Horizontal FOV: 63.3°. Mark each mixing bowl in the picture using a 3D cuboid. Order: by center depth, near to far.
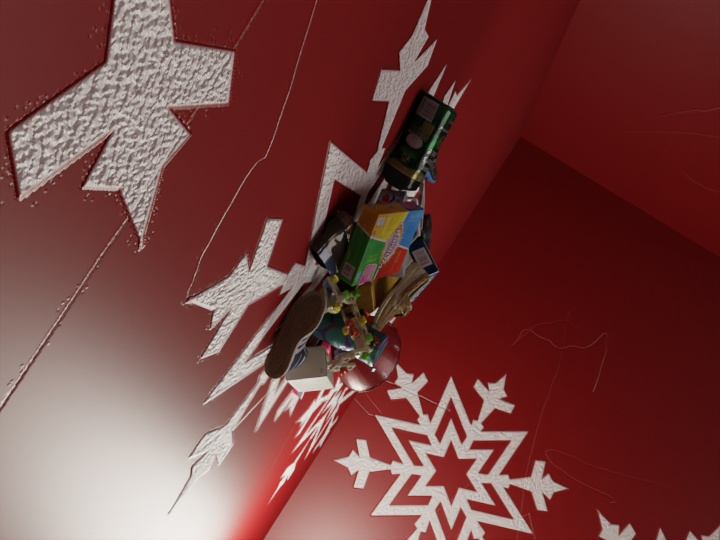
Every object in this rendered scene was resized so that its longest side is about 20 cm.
[{"bbox_3d":[-0.003,0.191,1.485,0.203,0.197,0.109,-55,137,-10],"label":"mixing bowl"}]

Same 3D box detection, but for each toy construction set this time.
[{"bbox_3d":[-0.027,0.119,1.237,0.130,0.089,0.207,30,49,-58],"label":"toy construction set"}]

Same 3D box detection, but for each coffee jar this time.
[{"bbox_3d":[0.125,-0.269,1.254,0.204,0.084,0.104,-61,168,16],"label":"coffee jar"}]

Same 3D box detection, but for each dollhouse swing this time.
[{"bbox_3d":[0.000,0.000,1.463,0.178,0.180,0.200,-24,-172,33],"label":"dollhouse swing"}]

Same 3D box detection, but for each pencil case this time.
[{"bbox_3d":[-0.036,0.147,1.346,0.086,0.195,0.094,-60,174,-37],"label":"pencil case"}]

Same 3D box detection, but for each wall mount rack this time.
[{"bbox_3d":[0.121,-0.134,1.443,0.203,0.072,0.178,-76,166,-52],"label":"wall mount rack"}]

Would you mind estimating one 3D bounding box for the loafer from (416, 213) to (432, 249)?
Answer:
[{"bbox_3d":[0.164,-0.068,1.588,0.072,0.072,0.203,-46,160,-29],"label":"loafer"}]

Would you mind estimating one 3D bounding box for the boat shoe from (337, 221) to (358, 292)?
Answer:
[{"bbox_3d":[-0.009,-0.024,1.302,0.066,0.073,0.204,-35,155,-50],"label":"boat shoe"}]

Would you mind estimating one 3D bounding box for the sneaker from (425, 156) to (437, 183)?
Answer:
[{"bbox_3d":[0.171,-0.276,1.465,0.084,0.070,0.199,-54,167,6],"label":"sneaker"}]

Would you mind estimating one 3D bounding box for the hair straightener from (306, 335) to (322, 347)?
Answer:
[{"bbox_3d":[-0.084,0.129,1.498,0.205,0.040,0.077,-62,160,-8],"label":"hair straightener"}]

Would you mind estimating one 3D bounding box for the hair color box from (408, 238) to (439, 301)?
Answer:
[{"bbox_3d":[0.131,0.010,1.560,0.059,0.102,0.201,-19,162,-24],"label":"hair color box"}]

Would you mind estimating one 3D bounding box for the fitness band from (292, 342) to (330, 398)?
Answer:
[{"bbox_3d":[-0.137,0.282,1.675,0.144,0.037,0.203,-50,167,-48],"label":"fitness band"}]

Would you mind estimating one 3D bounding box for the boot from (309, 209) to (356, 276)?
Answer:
[{"bbox_3d":[-0.054,-0.028,1.172,0.097,0.074,0.202,-43,153,-20],"label":"boot"}]

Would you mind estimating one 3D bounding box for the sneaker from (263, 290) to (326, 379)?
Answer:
[{"bbox_3d":[-0.128,0.132,1.240,0.203,0.069,0.108,-58,169,4],"label":"sneaker"}]

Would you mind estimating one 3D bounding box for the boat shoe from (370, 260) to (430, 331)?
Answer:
[{"bbox_3d":[0.097,0.072,1.400,0.202,0.066,0.074,-54,169,-12],"label":"boat shoe"}]

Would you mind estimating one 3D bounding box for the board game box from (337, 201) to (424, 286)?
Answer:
[{"bbox_3d":[0.045,-0.060,1.187,0.198,0.040,0.157,-15,132,-57],"label":"board game box"}]

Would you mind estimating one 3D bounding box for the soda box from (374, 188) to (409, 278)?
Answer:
[{"bbox_3d":[0.074,-0.082,1.339,0.069,0.061,0.204,-66,158,-43],"label":"soda box"}]

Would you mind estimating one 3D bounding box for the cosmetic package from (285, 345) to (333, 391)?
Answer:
[{"bbox_3d":[-0.122,0.244,1.431,0.201,0.101,0.074,88,-4,-71],"label":"cosmetic package"}]
